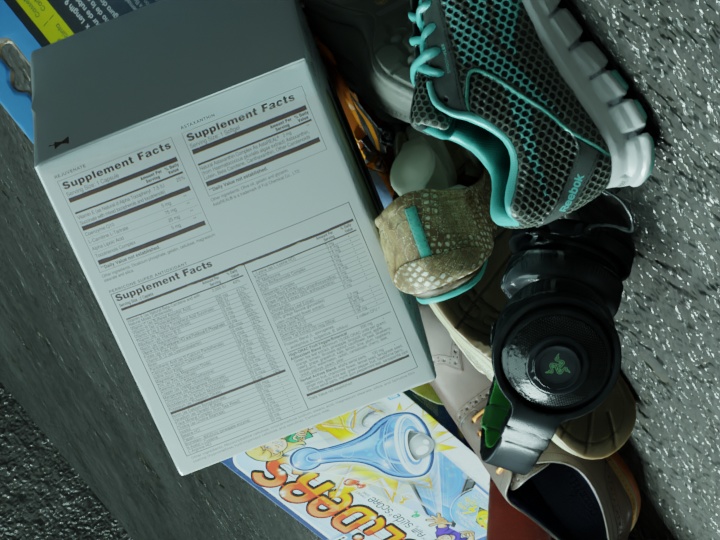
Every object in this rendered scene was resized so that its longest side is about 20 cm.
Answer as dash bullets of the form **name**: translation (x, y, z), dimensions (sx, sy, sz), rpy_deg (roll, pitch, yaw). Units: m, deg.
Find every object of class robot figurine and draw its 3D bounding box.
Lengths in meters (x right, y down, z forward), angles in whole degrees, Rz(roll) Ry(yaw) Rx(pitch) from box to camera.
- **robot figurine**: translation (-0.003, -0.086, 1.700), dimensions (0.145, 0.058, 0.200), rpy_deg (37, 159, 55)

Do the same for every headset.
- **headset**: translation (0.091, 0.014, 1.500), dimensions (0.094, 0.124, 0.200), rpy_deg (18, 131, -5)

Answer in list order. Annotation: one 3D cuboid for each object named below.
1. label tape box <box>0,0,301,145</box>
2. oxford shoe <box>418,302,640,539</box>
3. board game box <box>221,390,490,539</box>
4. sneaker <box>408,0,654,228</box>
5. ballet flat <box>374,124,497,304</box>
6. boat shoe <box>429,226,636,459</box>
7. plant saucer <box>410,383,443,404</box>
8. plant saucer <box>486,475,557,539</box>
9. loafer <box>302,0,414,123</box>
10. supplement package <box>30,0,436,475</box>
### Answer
- **label tape box**: translation (-0.127, -0.163, 1.650), dimensions (0.144, 0.200, 0.063), rpy_deg (51, -157, 15)
- **oxford shoe**: translation (0.094, 0.090, 1.732), dimensions (0.200, 0.071, 0.073), rpy_deg (47, -160, -6)
- **board game box**: translation (0.013, 0.126, 1.899), dimensions (0.200, 0.135, 0.035), rpy_deg (41, -146, -43)
- **sneaker**: translation (0.053, -0.106, 1.392), dimensions (0.200, 0.091, 0.078), rpy_deg (54, 166, 4)
- **ballet flat**: translation (0.044, -0.046, 1.534), dimensions (0.200, 0.070, 0.065), rpy_deg (-81, -31, -72)
- **boat shoe**: translation (0.080, 0.024, 1.671), dimensions (0.200, 0.072, 0.065), rpy_deg (52, 166, -12)
- **plant saucer**: translation (0.000, 0.000, 1.829), dimensions (0.200, 0.031, 0.200), rpy_deg (45, -169, -11)
- **plant saucer**: translation (0.148, 0.214, 1.819), dimensions (0.200, 0.037, 0.200), rpy_deg (55, -166, -13)
- **loafer**: translation (0.030, -0.108, 1.520), dimensions (0.200, 0.070, 0.070), rpy_deg (50, 165, 58)
- **supplement package**: translation (-0.069, -0.031, 1.557), dimensions (0.152, 0.150, 0.200), rpy_deg (-104, -8, -62)
